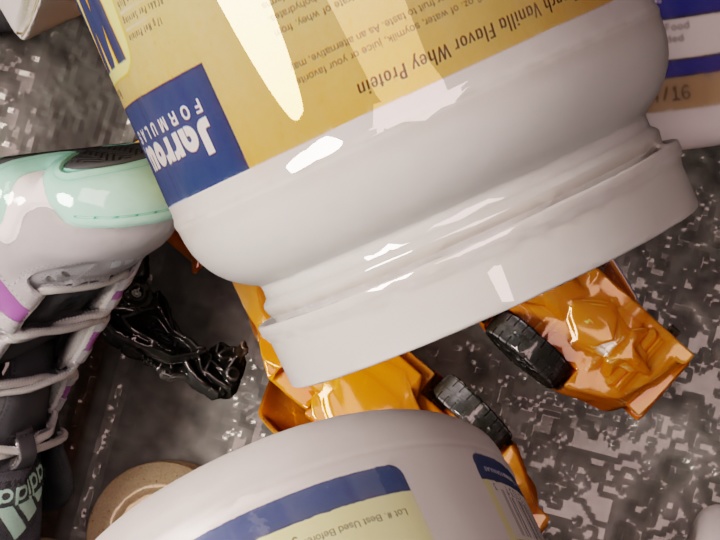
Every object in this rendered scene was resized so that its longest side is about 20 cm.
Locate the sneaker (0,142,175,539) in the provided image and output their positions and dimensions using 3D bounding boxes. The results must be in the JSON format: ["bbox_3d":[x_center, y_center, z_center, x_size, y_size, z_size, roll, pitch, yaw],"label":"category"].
[{"bbox_3d":[-0.105,0.041,0.786,0.078,0.200,0.140,-10,86,-36],"label":"sneaker"}]

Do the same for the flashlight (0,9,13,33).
[{"bbox_3d":[-0.174,-0.059,0.848,0.200,0.068,0.068,-37,81,-2],"label":"flashlight"}]

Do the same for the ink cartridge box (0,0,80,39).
[{"bbox_3d":[-0.056,-0.184,0.820,0.200,0.084,0.144,-27,79,-23],"label":"ink cartridge box"}]

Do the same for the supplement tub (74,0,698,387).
[{"bbox_3d":[-0.004,-0.083,0.689,0.144,0.144,0.200,-24,92,0],"label":"supplement tub"}]

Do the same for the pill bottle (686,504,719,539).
[{"bbox_3d":[0.184,0.149,0.768,0.200,0.111,0.111,16,82,7],"label":"pill bottle"}]

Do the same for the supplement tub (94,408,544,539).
[{"bbox_3d":[0.011,0.156,0.709,0.145,0.145,0.200,-25,64,0],"label":"supplement tub"}]

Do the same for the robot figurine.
[{"bbox_3d":[0.000,0.000,0.831,0.200,0.058,0.145,42,85,8],"label":"robot figurine"}]

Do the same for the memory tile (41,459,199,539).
[{"bbox_3d":[-0.073,0.176,0.829,0.153,0.017,0.200,-29,81,-1],"label":"memory tile"}]

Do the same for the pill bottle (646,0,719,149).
[{"bbox_3d":[0.088,-0.145,0.761,0.115,0.116,0.200,-10,108,2],"label":"pill bottle"}]
